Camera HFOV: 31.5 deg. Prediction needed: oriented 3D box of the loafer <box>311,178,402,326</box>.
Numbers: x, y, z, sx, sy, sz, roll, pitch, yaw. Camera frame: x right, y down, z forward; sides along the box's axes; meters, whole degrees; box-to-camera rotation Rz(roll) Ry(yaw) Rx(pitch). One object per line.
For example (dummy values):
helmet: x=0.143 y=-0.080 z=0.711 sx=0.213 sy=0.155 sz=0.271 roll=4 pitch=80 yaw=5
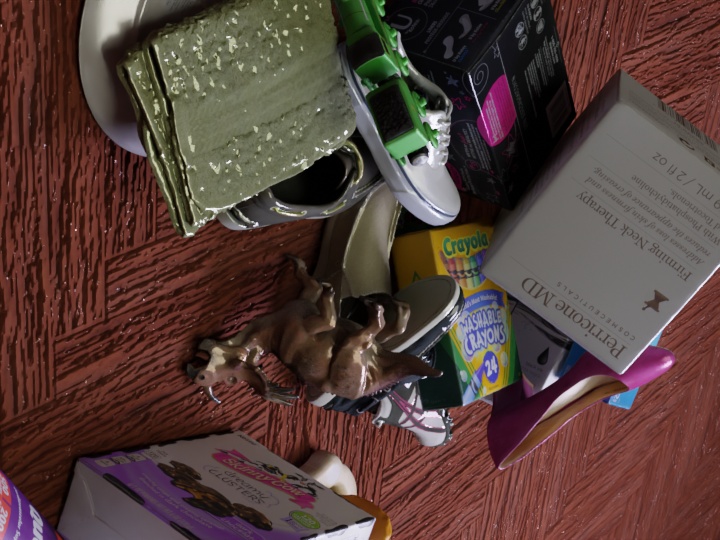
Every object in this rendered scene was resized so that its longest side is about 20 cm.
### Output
loafer: x=0.000 y=0.000 z=1.163 sx=0.076 sy=0.068 sz=0.200 roll=12 pitch=101 yaw=-58

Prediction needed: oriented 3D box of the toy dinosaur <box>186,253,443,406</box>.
toy dinosaur: x=-0.034 y=0.074 z=1.091 sx=0.086 sy=0.200 sz=0.136 roll=-54 pitch=166 yaw=-82

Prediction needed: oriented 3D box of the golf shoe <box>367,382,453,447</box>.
golf shoe: x=0.042 y=0.131 z=1.332 sx=0.088 sy=0.077 sz=0.200 roll=-27 pitch=143 yaw=-7

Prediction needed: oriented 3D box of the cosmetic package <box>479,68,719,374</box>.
cosmetic package: x=0.241 y=-0.049 z=1.187 sx=0.200 sy=0.167 sz=0.166 roll=-53 pitch=-178 yaw=22

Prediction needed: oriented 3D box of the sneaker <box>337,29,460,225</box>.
sneaker: x=0.047 y=-0.116 z=1.075 sx=0.200 sy=0.071 sz=0.073 roll=53 pitch=31 yaw=-38

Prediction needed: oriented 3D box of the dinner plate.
dinner plate: x=-0.119 y=-0.174 z=0.915 sx=0.200 sy=0.024 sz=0.201 roll=-33 pitch=135 yaw=-41

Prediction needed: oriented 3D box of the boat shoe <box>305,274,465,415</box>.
boat shoe: x=0.035 y=0.078 z=1.174 sx=0.066 sy=0.075 sz=0.199 roll=35 pitch=121 yaw=-24

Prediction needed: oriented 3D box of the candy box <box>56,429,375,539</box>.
candy box: x=-0.113 y=0.207 z=1.040 sx=0.200 sy=0.168 sz=0.072 roll=-1 pitch=113 yaw=-56

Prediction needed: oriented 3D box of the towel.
towel: x=-0.083 y=-0.128 z=0.923 sx=0.200 sy=0.036 sz=0.149 roll=-36 pitch=125 yaw=-39

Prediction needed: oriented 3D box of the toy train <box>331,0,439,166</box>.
toy train: x=0.009 y=-0.167 z=0.976 sx=0.042 sy=0.200 sz=0.056 roll=-27 pitch=153 yaw=15

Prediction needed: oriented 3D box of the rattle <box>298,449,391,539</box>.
rattle: x=-0.009 y=0.285 z=1.284 sx=0.130 sy=0.143 sz=0.200 roll=-58 pitch=146 yaw=-48

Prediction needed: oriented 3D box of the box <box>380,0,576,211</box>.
box: x=0.105 y=-0.175 z=1.157 sx=0.132 sy=0.115 sz=0.200 roll=-55 pitch=148 yaw=-19

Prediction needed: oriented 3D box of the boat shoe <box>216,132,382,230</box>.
boat shoe: x=-0.034 y=-0.078 z=1.050 sx=0.202 sy=0.060 sz=0.072 roll=-22 pitch=97 yaw=-48

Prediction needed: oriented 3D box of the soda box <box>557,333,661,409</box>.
soda box: x=0.281 y=0.039 z=1.331 sx=0.068 sy=0.064 sz=0.200 roll=20 pitch=93 yaw=-57

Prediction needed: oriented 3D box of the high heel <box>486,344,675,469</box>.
high heel: x=0.214 y=0.134 z=1.252 sx=0.067 sy=0.200 sz=0.096 roll=48 pitch=36 yaw=-46

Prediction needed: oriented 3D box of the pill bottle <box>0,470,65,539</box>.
pill bottle: x=-0.264 y=0.200 z=0.866 sx=0.113 sy=0.112 sz=0.200 roll=-51 pitch=146 yaw=-22

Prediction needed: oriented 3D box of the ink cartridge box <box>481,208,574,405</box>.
ink cartridge box: x=0.181 y=0.054 z=1.393 sx=0.086 sy=0.146 sz=0.200 roll=32 pitch=83 yaw=-57

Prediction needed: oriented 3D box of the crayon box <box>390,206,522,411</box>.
crayon box: x=0.091 y=0.024 z=1.240 sx=0.126 sy=0.051 sz=0.201 roll=-14 pitch=93 yaw=-55
